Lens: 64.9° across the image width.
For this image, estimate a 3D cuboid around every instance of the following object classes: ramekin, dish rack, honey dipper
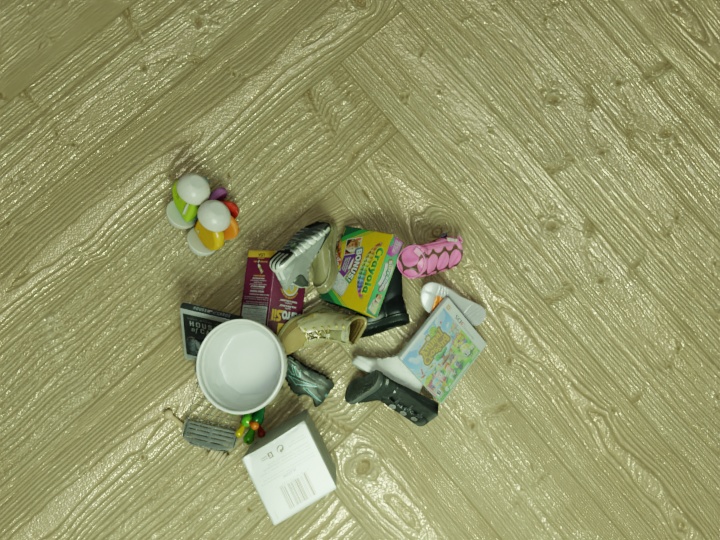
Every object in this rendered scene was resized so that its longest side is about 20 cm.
[{"bbox_3d":[-0.254,0.211,1.263,0.195,0.105,0.206,-1,84,6],"label":"ramekin"},{"bbox_3d":[-0.357,0.339,1.406,0.150,0.055,0.205,13,72,-3],"label":"dish rack"},{"bbox_3d":[-0.415,0.416,1.416,0.198,0.038,0.038,37,82,3],"label":"honey dipper"}]

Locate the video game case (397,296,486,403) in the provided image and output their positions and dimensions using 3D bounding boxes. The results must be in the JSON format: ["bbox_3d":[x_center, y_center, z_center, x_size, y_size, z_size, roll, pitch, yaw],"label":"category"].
[{"bbox_3d":[0.212,0.204,1.444,0.201,0.022,0.182,-48,111,-13],"label":"video game case"}]

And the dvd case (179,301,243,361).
[{"bbox_3d":[-0.361,0.165,1.380,0.147,0.202,0.025,13,46,-1],"label":"dvd case"}]

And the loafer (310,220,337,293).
[{"bbox_3d":[-0.103,-0.039,1.449,0.075,0.067,0.205,-21,58,36],"label":"loafer"}]

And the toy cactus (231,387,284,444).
[{"bbox_3d":[-0.248,0.313,1.379,0.101,0.163,0.205,-10,88,38],"label":"toy cactus"}]

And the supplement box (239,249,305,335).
[{"bbox_3d":[-0.215,0.060,1.408,0.101,0.130,0.205,2,82,34],"label":"supplement box"}]

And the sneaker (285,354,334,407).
[{"bbox_3d":[-0.164,0.267,1.429,0.197,0.075,0.080,32,85,1],"label":"sneaker"}]

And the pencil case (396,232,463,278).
[{"bbox_3d":[0.181,-0.039,1.431,0.198,0.094,0.092,-17,69,-48],"label":"pencil case"}]

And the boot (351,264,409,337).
[{"bbox_3d":[0.026,0.075,1.466,0.196,0.076,0.172,-18,66,17],"label":"boot"}]

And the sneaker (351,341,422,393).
[{"bbox_3d":[0.081,0.231,1.454,0.197,0.074,0.118,25,80,-10],"label":"sneaker"}]

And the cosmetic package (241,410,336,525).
[{"bbox_3d":[-0.163,0.458,1.343,0.165,0.200,0.169,-29,86,-6],"label":"cosmetic package"}]

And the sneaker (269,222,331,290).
[{"bbox_3d":[-0.134,-0.026,1.381,0.200,0.074,0.117,-42,129,-33],"label":"sneaker"}]

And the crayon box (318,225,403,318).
[{"bbox_3d":[0.000,0.000,1.427,0.058,0.170,0.204,28,79,-45],"label":"crayon box"}]

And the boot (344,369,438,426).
[{"bbox_3d":[0.078,0.333,1.432,0.197,0.164,0.067,29,55,-22],"label":"boot"}]

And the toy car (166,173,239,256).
[{"bbox_3d":[-0.387,-0.153,1.437,0.201,0.175,0.149,50,48,4],"label":"toy car"}]

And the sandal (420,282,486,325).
[{"bbox_3d":[0.236,0.090,1.488,0.203,0.059,0.080,25,98,-21],"label":"sandal"}]

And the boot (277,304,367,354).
[{"bbox_3d":[-0.092,0.153,1.363,0.199,0.153,0.075,-29,120,-45],"label":"boot"}]
